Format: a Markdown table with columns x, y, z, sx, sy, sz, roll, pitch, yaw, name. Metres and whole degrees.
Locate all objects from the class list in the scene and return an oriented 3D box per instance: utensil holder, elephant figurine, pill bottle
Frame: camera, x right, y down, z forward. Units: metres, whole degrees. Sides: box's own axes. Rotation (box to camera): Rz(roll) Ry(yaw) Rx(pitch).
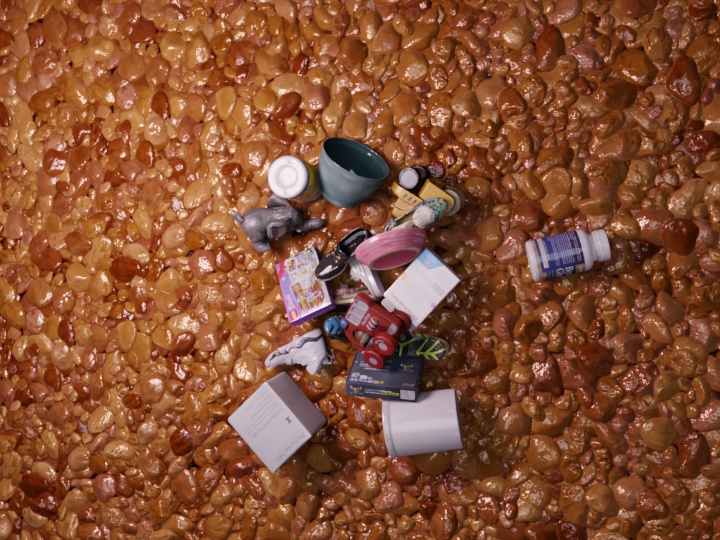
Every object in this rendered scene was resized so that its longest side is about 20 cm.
| x | y | z | sx | sy | sz | roll | pitch | yaw | name |
| --- | --- | --- | --- | --- | --- | --- | --- | --- | --- |
| 0.172 | 0.415 | 1.638 | 0.198 | 0.170 | 0.172 | -8 | 89 | 11 | utensil holder |
| -0.233 | -0.149 | 1.736 | 0.198 | 0.155 | 0.143 | -22 | 96 | 21 | elephant figurine |
| -0.175 | -0.252 | 1.693 | 0.113 | 0.200 | 0.116 | 0 | 91 | 12 | pill bottle |
| 0.543 | -0.045 | 1.577 | 0.198 | 0.111 | 0.112 | -14 | 88 | 13 | pill bottle |

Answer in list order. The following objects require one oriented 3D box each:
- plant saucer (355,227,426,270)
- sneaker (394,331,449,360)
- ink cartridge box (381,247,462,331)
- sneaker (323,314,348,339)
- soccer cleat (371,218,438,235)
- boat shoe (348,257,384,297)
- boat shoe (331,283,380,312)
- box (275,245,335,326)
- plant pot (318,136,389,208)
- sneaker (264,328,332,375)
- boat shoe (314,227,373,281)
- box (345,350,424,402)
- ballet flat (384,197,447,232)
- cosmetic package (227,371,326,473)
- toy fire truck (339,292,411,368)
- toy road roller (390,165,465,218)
| x | y | z | sx | sy | sz | roll | pitch | yaw | name |
| --- | --- | --- | --- | --- | --- | --- | --- | --- | --- |
| 0.086 | -0.052 | 1.611 | 0.199 | 0.200 | 0.051 | -19 | 73 | 12 | plant saucer |
| 0.158 | 0.210 | 1.692 | 0.198 | 0.076 | 0.076 | 14 | 95 | 31 | sneaker |
| 0.165 | 0.055 | 1.657 | 0.129 | 0.125 | 0.200 | 45 | 99 | 9 | ink cartridge box |
| -0.007 | 0.155 | 1.730 | 0.198 | 0.082 | 0.074 | -7 | 64 | -4 | sneaker |
| 0.123 | -0.115 | 1.696 | 0.198 | 0.069 | 0.086 | -24 | 90 | 17 | soccer cleat |
| 0.000 | 0.000 | 1.709 | 0.065 | 0.072 | 0.201 | -34 | 71 | 12 | boat shoe |
| -0.040 | 0.073 | 1.740 | 0.198 | 0.072 | 0.073 | -8 | 65 | 15 | boat shoe |
| -0.161 | 0.044 | 1.736 | 0.136 | 0.039 | 0.202 | -25 | 60 | 12 | box |
| -0.036 | -0.260 | 1.681 | 0.199 | 0.200 | 0.135 | 35 | 124 | 10 | plant pot |
| -0.180 | 0.264 | 1.763 | 0.199 | 0.075 | 0.116 | -29 | 81 | 8 | sneaker |
| -0.053 | -0.048 | 1.677 | 0.201 | 0.063 | 0.074 | -37 | 62 | 7 | boat shoe |
| 0.071 | 0.287 | 1.665 | 0.198 | 0.158 | 0.052 | 4 | 119 | 13 | box |
| 0.142 | -0.128 | 1.597 | 0.199 | 0.074 | 0.075 | -30 | 83 | 36 | ballet flat |
| -0.235 | 0.431 | 1.731 | 0.167 | 0.166 | 0.200 | -44 | 83 | 9 | cosmetic package |
| 0.029 | 0.157 | 1.614 | 0.167 | 0.112 | 0.201 | 35 | 141 | 5 | toy fire truck |
| 0.175 | -0.192 | 1.661 | 0.199 | 0.123 | 0.147 | 33 | 112 | 11 | toy road roller |
